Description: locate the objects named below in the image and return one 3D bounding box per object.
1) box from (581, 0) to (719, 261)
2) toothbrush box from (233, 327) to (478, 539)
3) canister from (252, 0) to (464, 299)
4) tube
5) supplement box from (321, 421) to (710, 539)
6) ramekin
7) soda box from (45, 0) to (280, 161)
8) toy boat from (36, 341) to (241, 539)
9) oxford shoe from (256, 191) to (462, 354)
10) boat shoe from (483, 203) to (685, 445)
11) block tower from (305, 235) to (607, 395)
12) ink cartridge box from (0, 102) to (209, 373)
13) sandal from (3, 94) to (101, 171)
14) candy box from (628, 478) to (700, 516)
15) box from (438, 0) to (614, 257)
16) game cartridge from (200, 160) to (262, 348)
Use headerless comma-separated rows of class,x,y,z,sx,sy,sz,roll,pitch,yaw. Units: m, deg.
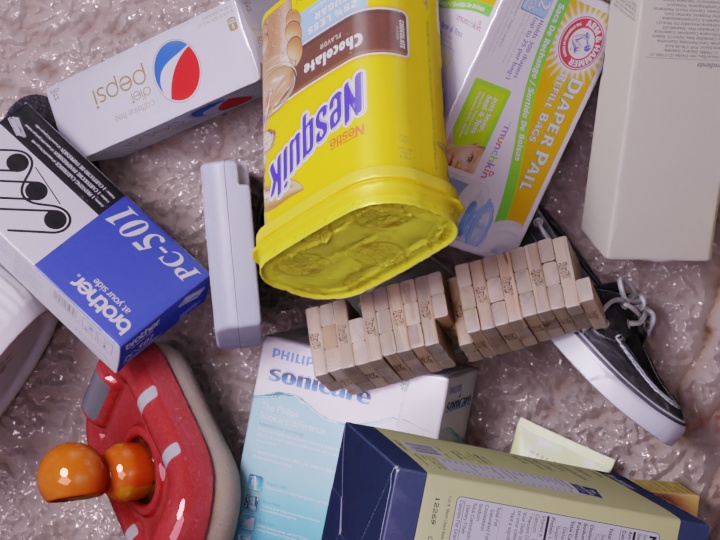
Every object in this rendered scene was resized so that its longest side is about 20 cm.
box,0.207,-0.110,1.369,0.082,0.068,0.200,2,111,-12
toothbrush box,-0.009,0.155,1.483,0.146,0.085,0.200,12,97,17
canister,-0.006,-0.100,1.346,0.148,0.087,0.200,-30,52,43
tube,0.112,0.213,1.469,0.058,0.052,0.200,21,96,-25
supplement box,0.087,0.191,1.275,0.200,0.200,0.134,12,92,-10
ramekin,-0.317,0.062,1.526,0.105,0.200,0.200,34,103,3
soda box,-0.137,-0.140,1.490,0.200,0.068,0.064,-20,86,35
toy boat,-0.175,0.150,1.477,0.200,0.131,0.131,61,140,34
oxford shoe,0.000,0.000,1.487,0.200,0.058,0.075,35,100,12
boat shoe,0.172,0.034,1.426,0.068,0.074,0.199,-44,64,10
block tower,0.066,0.032,1.393,0.200,0.054,0.058,-15,65,12
ink cartridge box,-0.213,-0.026,1.475,0.200,0.044,0.094,42,61,13
sandal,-0.225,-0.045,1.553,0.200,0.075,0.045,61,144,13
candy box,0.132,0.203,1.413,0.200,0.056,0.117,5,95,-8
box,0.082,-0.122,1.407,0.101,0.112,0.200,38,107,52
game cartridge,-0.092,-0.011,1.443,0.040,0.200,0.134,-9,91,-3
